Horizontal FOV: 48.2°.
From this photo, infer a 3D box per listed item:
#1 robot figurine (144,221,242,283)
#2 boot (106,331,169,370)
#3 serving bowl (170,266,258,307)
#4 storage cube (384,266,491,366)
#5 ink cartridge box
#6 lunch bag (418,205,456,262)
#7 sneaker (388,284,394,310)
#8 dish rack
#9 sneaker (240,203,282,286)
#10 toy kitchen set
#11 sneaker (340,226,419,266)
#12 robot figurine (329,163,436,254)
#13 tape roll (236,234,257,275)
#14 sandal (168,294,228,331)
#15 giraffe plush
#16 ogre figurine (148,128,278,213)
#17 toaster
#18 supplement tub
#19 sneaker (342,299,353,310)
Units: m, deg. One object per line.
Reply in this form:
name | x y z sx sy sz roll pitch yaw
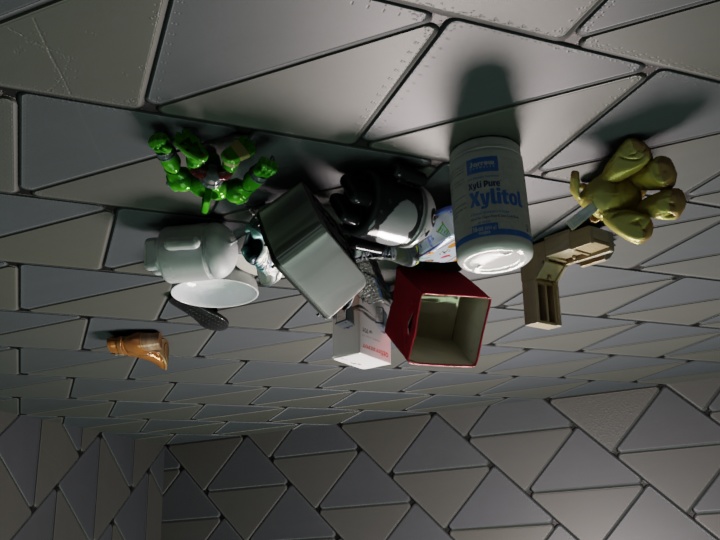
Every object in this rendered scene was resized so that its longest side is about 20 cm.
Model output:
robot figurine | -0.330 -0.036 1.609 0.197 0.115 0.170 -6 169 8
boot | -0.643 0.238 2.340 0.153 0.078 0.201 -4 157 -2
serving bowl | -0.330 0.023 1.832 0.197 0.067 0.201 -2 159 -1
storage cube | 0.175 0.106 1.862 0.197 0.174 0.180 4 -162 -19
ink cartridge box | 0.003 0.121 1.936 0.085 0.203 0.146 -14 157 31
lunch bag | 0.197 -0.078 1.569 0.198 0.077 0.160 -8 162 -38
sneaker | 0.165 0.088 1.995 0.197 0.114 0.073 -8 160 13
dish rack | 0.000 0.000 1.703 0.054 0.155 0.200 -26 154 15
sneaker | -0.201 -0.037 1.581 0.077 0.086 0.202 30 141 22
toy kitchen set | 0.481 0.023 1.764 0.161 0.183 0.199 11 160 -35
sneaker | 0.028 -0.044 1.560 0.198 0.075 0.081 17 -144 37
robot figurine | 0.044 -0.109 1.443 0.198 0.127 0.149 12 161 -36
tape roll | -0.174 -0.035 1.739 0.199 0.038 0.203 -2 160 -1
sandal | -0.408 0.097 2.065 0.074 0.046 0.200 -20 139 27
giraffe plush | 0.465 -0.128 1.438 0.198 0.175 0.162 -21 176 18
ogre figurine | -0.246 -0.162 1.315 0.197 0.099 0.120 -6 151 -24
toaster | -0.095 -0.044 1.450 0.118 0.182 0.200 -36 127 6
supplement tub | 0.219 -0.108 1.362 0.130 0.203 0.132 -3 160 -1
sneaker | -0.081 0.043 1.847 0.077 0.114 0.199 12 155 -34
